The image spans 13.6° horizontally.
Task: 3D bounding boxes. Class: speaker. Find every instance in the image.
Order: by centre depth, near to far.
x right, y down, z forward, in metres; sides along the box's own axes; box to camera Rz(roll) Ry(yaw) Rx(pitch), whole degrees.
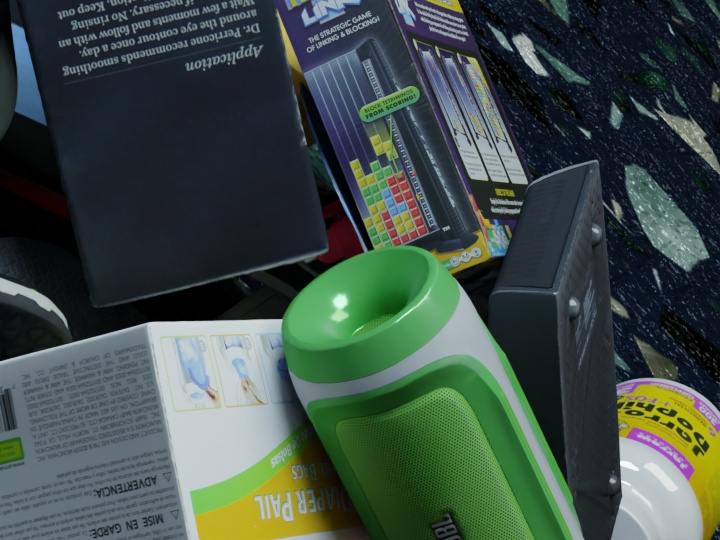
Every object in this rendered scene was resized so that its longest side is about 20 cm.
[{"bbox_3d":[0.039,0.090,1.308,0.089,0.088,0.200,-92,158,-61],"label":"speaker"}]

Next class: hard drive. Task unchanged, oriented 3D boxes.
[{"bbox_3d":[0.096,0.062,1.452,0.135,0.042,0.201,-67,155,-55],"label":"hard drive"}]

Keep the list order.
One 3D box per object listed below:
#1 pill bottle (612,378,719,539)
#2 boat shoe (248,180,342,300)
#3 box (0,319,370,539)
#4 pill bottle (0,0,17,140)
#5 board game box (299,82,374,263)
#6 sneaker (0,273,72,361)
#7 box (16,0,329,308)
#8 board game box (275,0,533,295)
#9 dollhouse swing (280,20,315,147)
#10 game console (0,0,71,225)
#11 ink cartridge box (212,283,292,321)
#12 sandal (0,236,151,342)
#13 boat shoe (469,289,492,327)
[{"bbox_3d":[0.150,0.134,1.704,0.104,0.104,0.200,47,20,1],"label":"pill bottle"},{"bbox_3d":[-0.021,-0.015,1.612,0.200,0.060,0.076,40,34,-12],"label":"boat shoe"},{"bbox_3d":[-0.075,0.081,1.309,0.200,0.112,0.102,1,77,-63],"label":"box"},{"bbox_3d":[-0.219,-0.113,1.427,0.109,0.109,0.200,34,24,-30],"label":"pill bottle"},{"bbox_3d":[0.000,0.000,1.506,0.158,0.039,0.200,66,7,23],"label":"board game box"},{"bbox_3d":[-0.207,-0.001,1.301,0.200,0.072,0.083,25,28,-45],"label":"sneaker"},{"bbox_3d":[-0.100,-0.114,1.415,0.197,0.117,0.201,-116,-167,-70],"label":"box"},{"bbox_3d":[0.030,-0.071,1.495,0.166,0.057,0.200,67,12,6],"label":"board game box"},{"bbox_3d":[-0.074,-0.122,1.659,0.200,0.181,0.176,37,42,-30],"label":"dollhouse swing"},{"bbox_3d":[-0.151,-0.087,1.626,0.177,0.031,0.200,30,26,-38],"label":"game console"},{"bbox_3d":[0.003,0.067,1.652,0.161,0.050,0.200,49,39,5],"label":"ink cartridge box"},{"bbox_3d":[-0.113,0.055,1.436,0.200,0.043,0.076,38,31,-34],"label":"sandal"},{"bbox_3d":[0.045,-0.040,1.701,0.074,0.066,0.200,22,34,-38],"label":"boat shoe"}]
